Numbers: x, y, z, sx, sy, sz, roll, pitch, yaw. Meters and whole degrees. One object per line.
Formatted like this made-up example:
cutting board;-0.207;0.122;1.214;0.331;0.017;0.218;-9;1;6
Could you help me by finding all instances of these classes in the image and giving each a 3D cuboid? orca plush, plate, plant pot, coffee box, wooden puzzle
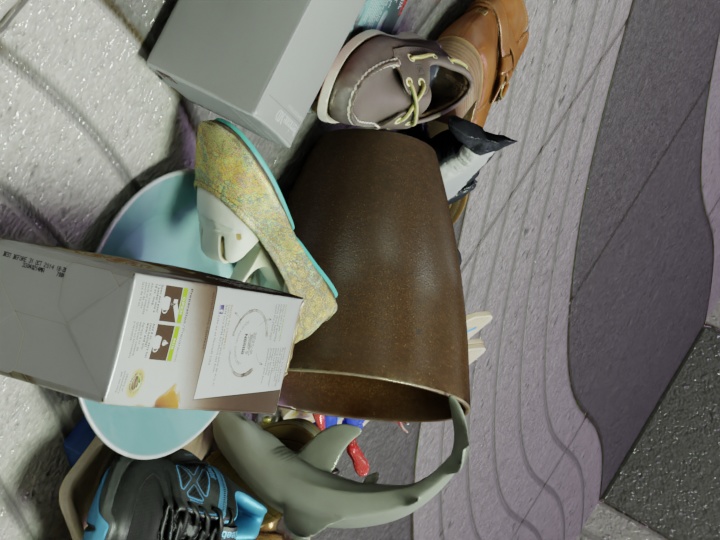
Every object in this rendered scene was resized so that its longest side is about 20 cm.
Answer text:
orca plush;0.048;-0.095;1.750;0.105;0.071;0.200;-17;168;-18
plate;-0.134;0.028;1.439;0.200;0.026;0.200;-25;121;-51
plant pot;0.000;0.000;1.631;0.187;0.187;0.200;52;43;-71
coffee box;-0.135;0.035;1.296;0.200;0.114;0.080;11;93;-62
wooden puzzle;-0.163;0.127;1.548;0.200;0.046;0.185;-60;164;-27

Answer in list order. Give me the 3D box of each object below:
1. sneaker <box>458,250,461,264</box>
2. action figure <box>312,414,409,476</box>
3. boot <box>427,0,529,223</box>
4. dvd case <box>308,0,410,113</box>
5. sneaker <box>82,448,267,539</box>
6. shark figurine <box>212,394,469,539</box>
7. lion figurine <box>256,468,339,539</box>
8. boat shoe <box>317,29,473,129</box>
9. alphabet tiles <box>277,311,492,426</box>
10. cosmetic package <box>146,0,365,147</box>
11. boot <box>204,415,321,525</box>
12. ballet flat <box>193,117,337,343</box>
sneaker;0.023;0.019;1.824;0.200;0.099;0.070;-46;154;-45
action figure;-0.008;0.132;1.773;0.065;0.099;0.200;-13;143;-12
boot;0.094;-0.142;1.853;0.155;0.074;0.200;-55;164;-37
dvd case;-0.012;-0.183;1.562;0.146;0.022;0.200;-67;162;13
sneaker;-0.127;0.165;1.479;0.073;0.082;0.200;-70;164;10
shark figurine;-0.011;0.165;1.556;0.090;0.214;0.128;-44;129;-60
lion figurine;-0.074;0.244;1.930;0.123;0.072;0.200;-60;168;14
boat shoe;0.028;-0.139;1.608;0.200;0.060;0.072;-23;138;-67
alphabet tiles;0.022;0.095;1.879;0.200;0.015;0.196;-3;149;-50
cosmetic package;-0.045;-0.188;1.350;0.200;0.090;0.107;-66;166;-1
boot;-0.076;0.157;1.712;0.200;0.072;0.155;-40;179;32
ballet flat;-0.073;-0.017;1.440;0.071;0.071;0.200;-56;143;-23
